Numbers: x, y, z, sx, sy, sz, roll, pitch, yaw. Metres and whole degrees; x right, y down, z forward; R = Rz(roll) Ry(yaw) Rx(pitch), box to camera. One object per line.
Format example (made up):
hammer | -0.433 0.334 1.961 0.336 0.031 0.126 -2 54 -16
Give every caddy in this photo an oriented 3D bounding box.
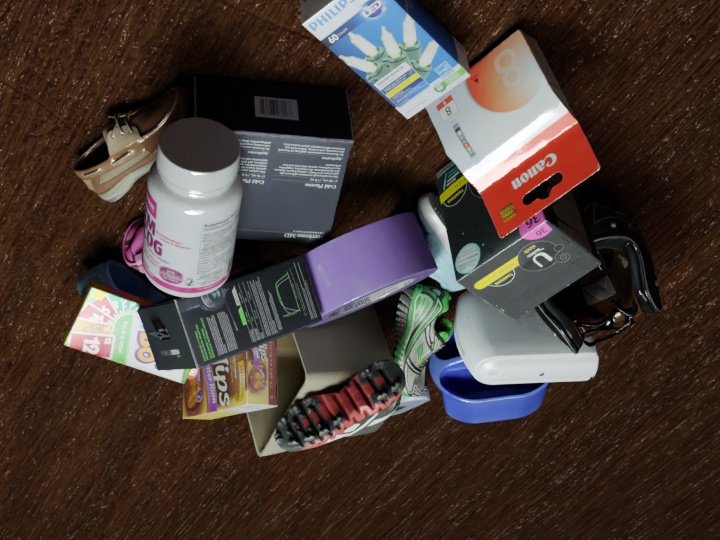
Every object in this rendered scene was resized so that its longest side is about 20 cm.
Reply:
caddy | 0.205 0.153 1.867 0.197 0.143 0.106 -7 142 -2

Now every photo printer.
photo printer | 0.240 0.094 1.789 0.197 0.167 0.070 -1 131 -6

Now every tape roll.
tape roll | 0.000 0.000 1.630 0.198 0.086 0.200 -23 173 -3

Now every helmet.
helmet | 0.316 -0.002 1.676 0.199 0.200 0.192 -28 92 21

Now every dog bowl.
dog bowl | -0.317 0.058 1.708 0.049 0.112 0.200 -38 131 13

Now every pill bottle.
pill bottle | -0.199 -0.074 1.419 0.112 0.114 0.201 3 136 -12

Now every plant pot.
plant pot | -0.062 0.139 1.781 0.175 0.201 0.200 3 138 -29

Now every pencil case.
pencil case | -0.254 0.013 1.673 0.090 0.094 0.200 -9 139 28

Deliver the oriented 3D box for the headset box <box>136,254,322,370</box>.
headset box | -0.180 0.060 1.569 0.198 0.094 0.174 -21 -176 -26

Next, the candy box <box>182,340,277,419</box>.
candy box | -0.194 0.151 1.759 0.056 0.118 0.199 8 164 -36

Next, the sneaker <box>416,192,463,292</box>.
sneaker | 0.107 -0.028 1.702 0.081 0.074 0.201 -23 136 9

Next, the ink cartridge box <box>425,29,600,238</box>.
ink cartridge box | 0.182 -0.167 1.469 0.162 0.202 0.050 -36 151 28

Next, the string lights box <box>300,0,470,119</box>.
string lights box | 0.030 -0.279 1.425 0.102 0.059 0.199 -32 133 26

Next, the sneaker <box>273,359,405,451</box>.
sneaker | -0.024 0.202 1.661 0.199 0.071 0.098 -28 149 -8

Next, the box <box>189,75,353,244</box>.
box | -0.124 -0.138 1.522 0.197 0.105 0.183 4 135 -12

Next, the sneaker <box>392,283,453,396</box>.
sneaker | 0.092 0.111 1.781 0.084 0.078 0.202 9 127 7

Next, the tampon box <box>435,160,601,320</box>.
tampon box | 0.203 -0.070 1.576 0.149 0.201 0.126 -36 131 27

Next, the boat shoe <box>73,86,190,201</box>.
boat shoe | -0.287 -0.162 1.494 0.071 0.076 0.200 30 124 -32

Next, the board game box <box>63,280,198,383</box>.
board game box | -0.297 0.089 1.643 0.198 0.030 0.096 20 110 -28

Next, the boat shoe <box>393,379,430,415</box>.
boat shoe | 0.044 0.195 1.941 0.073 0.069 0.199 0 163 -25
